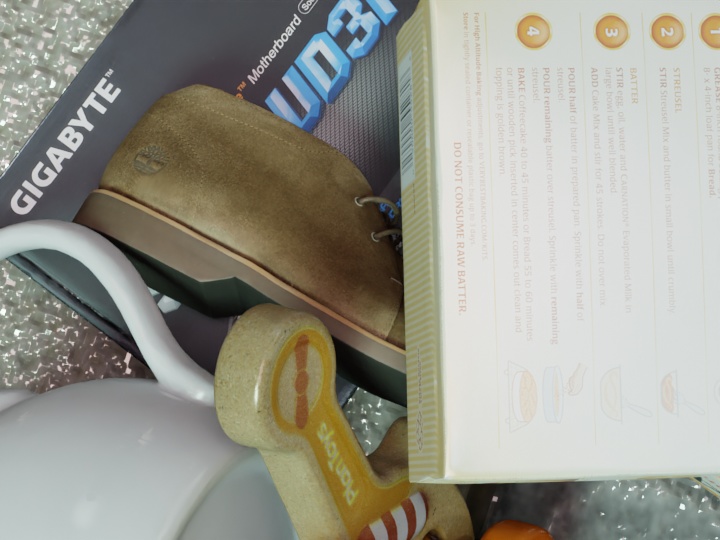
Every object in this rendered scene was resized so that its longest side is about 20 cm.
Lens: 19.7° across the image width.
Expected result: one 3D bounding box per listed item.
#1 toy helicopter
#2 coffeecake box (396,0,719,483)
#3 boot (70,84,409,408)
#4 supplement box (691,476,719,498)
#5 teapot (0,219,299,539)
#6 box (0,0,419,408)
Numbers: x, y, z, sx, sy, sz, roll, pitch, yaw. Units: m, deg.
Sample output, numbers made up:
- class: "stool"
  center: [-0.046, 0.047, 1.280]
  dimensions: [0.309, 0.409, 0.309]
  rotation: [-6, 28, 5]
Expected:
- class: "toy helicopter"
  center: [-0.010, 0.095, 0.712]
  dimensions: [0.079, 0.201, 0.132]
  rotation: [12, 53, 34]
- class: "coffeecake box"
  center: [0.116, -0.010, 0.678]
  dimensions: [0.199, 0.073, 0.155]
  rotation: [-1, 84, -7]
- class: "boot"
  center: [0.000, 0.000, 0.749]
  dimensions: [0.199, 0.074, 0.076]
  rotation: [29, 74, 1]
- class: "supplement box"
  center: [0.166, -0.015, 0.798]
  dimensions: [0.126, 0.074, 0.201]
  rotation: [33, 85, 0]
- class: "teapot"
  center: [-0.113, 0.119, 0.730]
  dimensions: [0.145, 0.198, 0.200]
  rotation: [12, 52, 20]
- class: "box"
  center: [-0.030, -0.048, 0.805]
  dimensions: [0.159, 0.046, 0.200]
  rotation: [37, 84, 0]
